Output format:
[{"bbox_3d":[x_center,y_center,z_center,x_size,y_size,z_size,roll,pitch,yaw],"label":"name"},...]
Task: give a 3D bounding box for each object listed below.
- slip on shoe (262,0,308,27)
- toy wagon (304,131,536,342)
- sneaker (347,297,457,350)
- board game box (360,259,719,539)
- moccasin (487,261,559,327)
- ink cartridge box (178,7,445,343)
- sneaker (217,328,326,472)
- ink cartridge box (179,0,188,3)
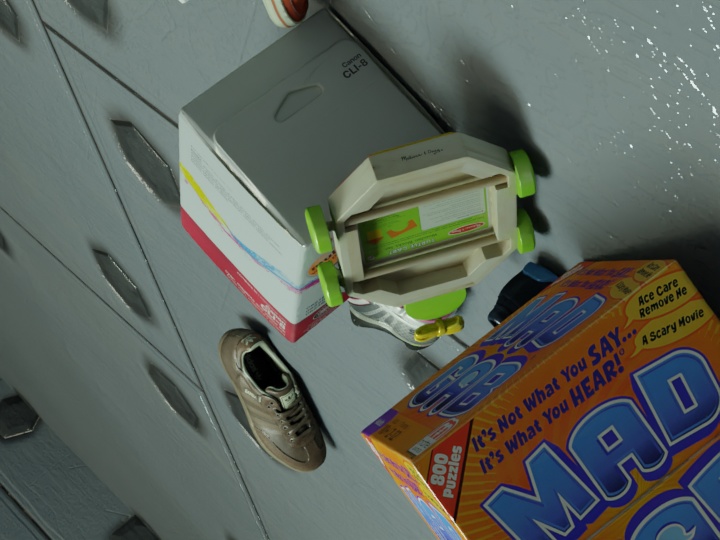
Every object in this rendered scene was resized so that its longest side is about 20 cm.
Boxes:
[{"bbox_3d":[-0.048,-0.222,1.155,0.200,0.061,0.074,81,169,-77],"label":"slip on shoe"},{"bbox_3d":[0.045,-0.018,1.181,0.200,0.155,0.040,81,173,-57],"label":"toy wagon"},{"bbox_3d":[0.000,0.000,1.430,0.200,0.074,0.087,38,151,23],"label":"sneaker"},{"bbox_3d":[0.150,0.131,1.077,0.200,0.200,0.200,53,173,-5],"label":"board game box"},{"bbox_3d":[0.137,0.081,1.273,0.080,0.068,0.200,26,150,51],"label":"moccasin"},{"bbox_3d":[-0.041,-0.069,1.288,0.145,0.145,0.200,47,162,14],"label":"ink cartridge box"},{"bbox_3d":[-0.097,0.157,1.955,0.200,0.070,0.076,56,160,-15],"label":"sneaker"},{"bbox_3d":[-0.152,-0.310,1.191,0.145,0.087,0.200,43,161,22],"label":"ink cartridge box"}]
